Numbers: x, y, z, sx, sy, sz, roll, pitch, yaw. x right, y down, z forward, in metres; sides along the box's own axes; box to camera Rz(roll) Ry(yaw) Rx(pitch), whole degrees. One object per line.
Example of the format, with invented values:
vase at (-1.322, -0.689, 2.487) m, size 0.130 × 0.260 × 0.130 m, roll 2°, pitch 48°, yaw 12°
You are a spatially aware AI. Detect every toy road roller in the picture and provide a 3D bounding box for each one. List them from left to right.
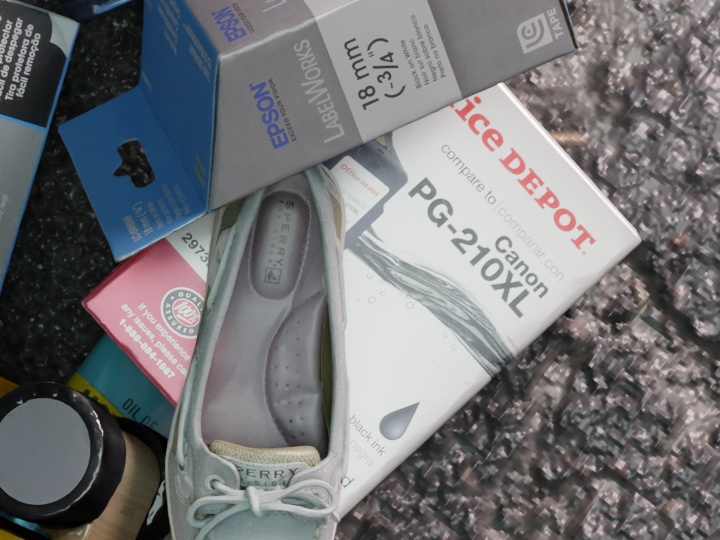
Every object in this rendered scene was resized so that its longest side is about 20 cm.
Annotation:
toy road roller at (-0.182, 0.104, 1.078) m, size 0.200 × 0.123 × 0.146 m, roll 22°, pitch 83°, yaw 17°

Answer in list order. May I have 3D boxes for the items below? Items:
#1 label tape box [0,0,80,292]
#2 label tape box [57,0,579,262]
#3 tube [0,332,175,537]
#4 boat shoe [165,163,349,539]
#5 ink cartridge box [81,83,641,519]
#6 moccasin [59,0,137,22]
label tape box at (-0.239, -0.070, 1.113) m, size 0.200 × 0.066 × 0.143 m, roll 16°, pitch 92°, yaw -21°
label tape box at (-0.032, -0.098, 1.036) m, size 0.200 × 0.144 × 0.063 m, roll -25°, pitch 119°, yaw -4°
tube at (-0.139, 0.106, 1.158) m, size 0.077 × 0.050 × 0.200 m, roll 44°, pitch 84°, yaw -9°
boat shoe at (-0.039, 0.051, 1.044) m, size 0.074 × 0.065 × 0.202 m, roll 8°, pitch 89°, yaw -3°
ink cartridge box at (0.000, 0.000, 1.123) m, size 0.200 × 0.084 × 0.145 m, roll -42°, pitch 92°, yaw -4°
moccasin at (-0.046, -0.161, 1.130) m, size 0.200 × 0.080 × 0.068 m, roll -15°, pitch 112°, yaw -8°
